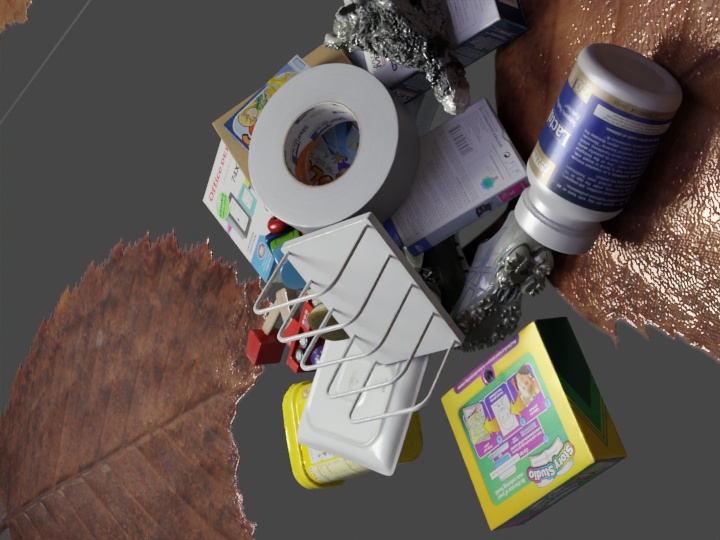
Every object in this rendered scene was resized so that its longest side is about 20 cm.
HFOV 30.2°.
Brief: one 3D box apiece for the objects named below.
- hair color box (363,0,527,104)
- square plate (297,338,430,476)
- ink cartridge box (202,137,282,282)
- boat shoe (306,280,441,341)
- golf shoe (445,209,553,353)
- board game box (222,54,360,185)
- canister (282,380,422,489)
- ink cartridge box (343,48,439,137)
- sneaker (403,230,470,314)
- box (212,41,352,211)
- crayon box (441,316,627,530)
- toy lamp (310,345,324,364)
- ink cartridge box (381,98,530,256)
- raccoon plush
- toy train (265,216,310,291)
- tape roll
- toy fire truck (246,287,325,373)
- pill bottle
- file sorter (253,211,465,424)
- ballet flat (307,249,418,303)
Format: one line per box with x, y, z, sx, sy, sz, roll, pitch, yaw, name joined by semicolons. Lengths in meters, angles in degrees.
0.095;-0.289;1.592;0.199;0.060;0.101;-27;68;36;hair color box
0.000;0.140;1.685;0.197;0.028;0.202;10;81;51;square plate
-0.097;-0.102;1.833;0.200;0.145;0.148;48;129;40;ink cartridge box
0.019;0.035;1.648;0.200;0.072;0.066;-16;38;40;boat shoe
0.157;0.015;1.575;0.200;0.078;0.098;-53;32;38;golf shoe
-0.064;-0.165;1.674;0.135;0.034;0.200;-44;60;-4;board game box
-0.011;0.205;1.789;0.199;0.086;0.150;-25;70;50;canister
0.019;-0.220;1.751;0.200;0.040;0.201;48;127;39;ink cartridge box
0.086;-0.020;1.634;0.066;0.090;0.202;-4;89;55;sneaker
-0.077;-0.192;1.727;0.199;0.021;0.164;-35;57;2;box
0.193;0.178;1.528;0.200;0.058;0.174;-46;58;46;crayon box
-0.019;0.042;1.815;0.058;0.058;0.201;44;129;43;toy lamp
0.093;-0.101;1.573;0.199;0.042;0.120;-30;62;8;ink cartridge box
0.033;-0.247;1.547;0.134;0.096;0.202;-33;65;43;raccoon plush
-0.019;-0.048;1.665;0.116;0.199;0.085;-108;-8;-66;toy train
-0.032;-0.139;1.576;0.199;0.066;0.202;-8;73;26;tape roll
-0.094;0.073;1.923;0.141;0.048;0.201;44;126;44;toy fire truck
0.242;-0.124;1.391;0.116;0.115;0.201;51;131;38;pill bottle
-0.004;0.063;1.524;0.138;0.125;0.200;-17;122;39;file sorter
0.000;0.000;1.718;0.199;0.069;0.070;-16;78;29;ballet flat
